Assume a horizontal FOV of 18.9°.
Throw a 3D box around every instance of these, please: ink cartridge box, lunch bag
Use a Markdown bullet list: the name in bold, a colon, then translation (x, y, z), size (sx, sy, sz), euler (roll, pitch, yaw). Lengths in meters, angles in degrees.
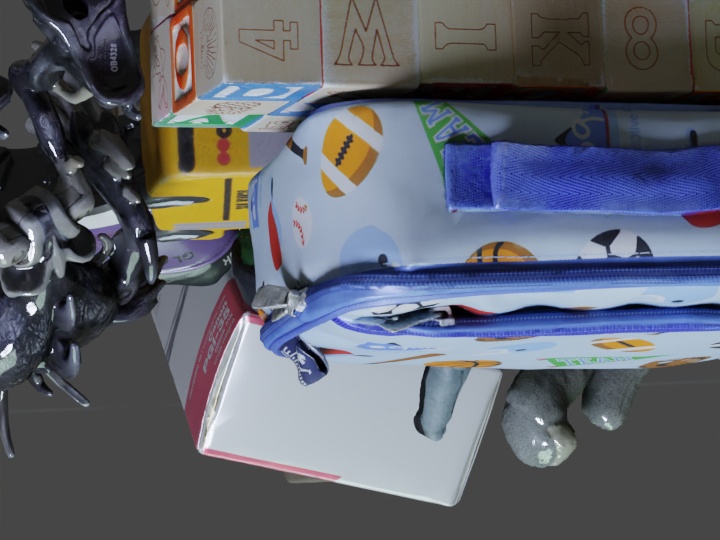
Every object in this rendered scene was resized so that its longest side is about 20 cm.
- **ink cartridge box**: translation (-0.026, 0.034, 1.160), size (0.145, 0.083, 0.200), euler (13, -161, -18)
- **lunch bag**: translation (0.061, -0.010, 0.664), size (0.198, 0.076, 0.160), euler (-2, 173, -14)

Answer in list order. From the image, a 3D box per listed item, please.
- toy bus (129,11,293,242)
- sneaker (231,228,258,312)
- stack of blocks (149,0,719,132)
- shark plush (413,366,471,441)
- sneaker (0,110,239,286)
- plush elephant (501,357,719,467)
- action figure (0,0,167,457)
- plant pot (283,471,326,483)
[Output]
- **toy bus**: translation (-0.050, -0.054, 0.838), size (0.078, 0.066, 0.200), euler (-4, 175, -3)
- **sneaker**: translation (0.000, 0.000, 0.982), size (0.074, 0.088, 0.200), euler (-7, -163, 18)
- **stack of blocks**: translation (0.037, -0.075, 0.666), size (0.198, 0.059, 0.115), euler (-1, 175, -19)
- **shark plush**: translation (0.061, 0.001, 0.970), size (0.090, 0.084, 0.200), euler (12, 127, -41)
- **sneaker**: translation (-0.147, -0.011, 1.016), size (0.199, 0.076, 0.088), euler (-5, 138, 33)
- **plush elephant**: translation (0.171, 0.006, 1.124), size (0.154, 0.166, 0.200), euler (10, -150, 29)
- **action figure**: translation (-0.121, -0.025, 0.716), size (0.118, 0.102, 0.201), euler (-26, 152, -25)
- **plant pot**: translation (0.007, 0.044, 1.362), size (0.198, 0.175, 0.200), euler (-2, 174, 0)
